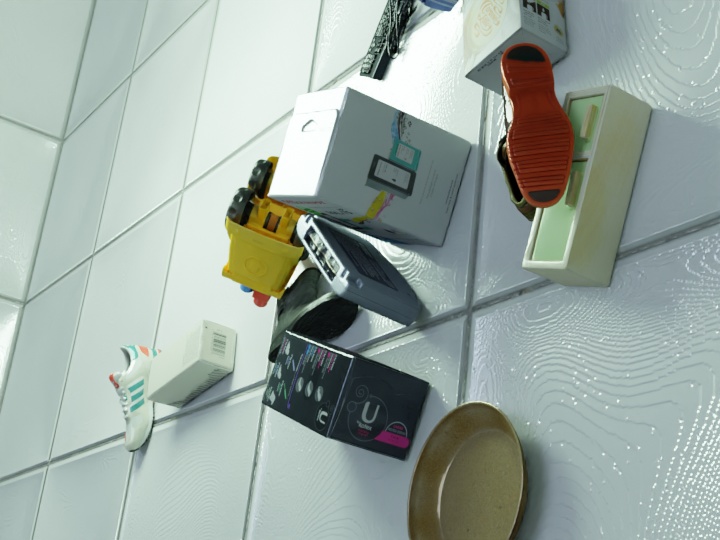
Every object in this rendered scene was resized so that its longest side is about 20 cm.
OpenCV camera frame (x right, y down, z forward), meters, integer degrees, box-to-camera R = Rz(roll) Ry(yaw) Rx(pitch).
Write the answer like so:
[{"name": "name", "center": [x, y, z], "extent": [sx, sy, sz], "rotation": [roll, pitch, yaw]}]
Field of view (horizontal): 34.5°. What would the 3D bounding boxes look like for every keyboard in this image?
[{"name": "keyboard", "center": [0.044, -0.393, 1.777], "extent": [0.104, 0.039, 0.202], "rotation": [29, 99, 61]}]

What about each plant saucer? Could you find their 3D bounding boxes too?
[{"name": "plant saucer", "center": [0.122, 0.245, 1.259], "extent": [0.200, 0.035, 0.202], "rotation": [-38, 43, 45]}]

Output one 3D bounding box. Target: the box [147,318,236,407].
[{"name": "box", "center": [-0.291, 0.162, 1.982], "extent": [0.200, 0.068, 0.083], "rotation": [-34, 44, 47]}]

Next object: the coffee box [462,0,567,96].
[{"name": "coffee box", "center": [0.190, -0.336, 1.451], "extent": [0.114, 0.079, 0.202], "rotation": [-34, 45, 47]}]

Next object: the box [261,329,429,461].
[{"name": "box", "center": [-0.023, 0.156, 1.472], "extent": [0.199, 0.121, 0.107], "rotation": [13, 84, 61]}]

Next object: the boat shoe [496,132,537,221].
[{"name": "boat shoe", "center": [0.195, -0.141, 1.335], "extent": [0.072, 0.067, 0.201], "rotation": [-49, 35, 36]}]

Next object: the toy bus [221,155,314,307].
[{"name": "toy bus", "center": [-0.132, -0.048, 1.774], "extent": [0.201, 0.134, 0.193], "rotation": [-66, -5, -50]}]

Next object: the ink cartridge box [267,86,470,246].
[{"name": "ink cartridge box", "center": [0.010, -0.133, 1.512], "extent": [0.146, 0.198, 0.148], "rotation": [6, 78, 60]}]

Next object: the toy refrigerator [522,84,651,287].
[{"name": "toy refrigerator", "center": [0.238, -0.089, 1.230], "extent": [0.076, 0.069, 0.202], "rotation": [3, 75, 60]}]

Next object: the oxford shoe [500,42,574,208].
[{"name": "oxford shoe", "center": [0.189, -0.145, 1.246], "extent": [0.073, 0.070, 0.202], "rotation": [84, -175, -61]}]

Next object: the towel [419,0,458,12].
[{"name": "towel", "center": [0.148, -0.442, 1.552], "extent": [0.024, 0.145, 0.201], "rotation": [36, 108, 13]}]

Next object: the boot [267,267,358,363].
[{"name": "boot", "center": [-0.074, 0.044, 1.692], "extent": [0.200, 0.067, 0.132], "rotation": [-39, 36, 41]}]

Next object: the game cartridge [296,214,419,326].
[{"name": "game cartridge", "center": [0.000, 0.000, 1.516], "extent": [0.041, 0.132, 0.200], "rotation": [-60, 31, 16]}]

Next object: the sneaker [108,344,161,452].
[{"name": "sneaker", "center": [-0.430, 0.233, 2.150], "extent": [0.070, 0.093, 0.202], "rotation": [-20, 55, 54]}]
